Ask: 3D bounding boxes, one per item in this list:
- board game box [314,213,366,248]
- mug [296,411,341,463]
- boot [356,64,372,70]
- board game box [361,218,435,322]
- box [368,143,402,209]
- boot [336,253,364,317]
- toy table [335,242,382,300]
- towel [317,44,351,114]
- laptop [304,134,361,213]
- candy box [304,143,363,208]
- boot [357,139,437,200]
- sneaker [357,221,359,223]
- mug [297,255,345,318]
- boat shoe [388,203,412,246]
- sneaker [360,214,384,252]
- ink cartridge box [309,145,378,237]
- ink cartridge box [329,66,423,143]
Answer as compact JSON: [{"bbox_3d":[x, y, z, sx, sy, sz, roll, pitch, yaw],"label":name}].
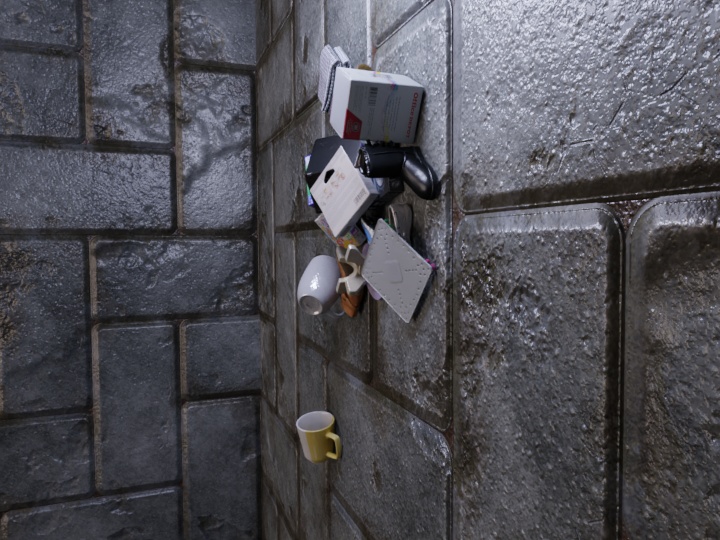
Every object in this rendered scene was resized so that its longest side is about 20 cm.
[{"bbox_3d":[-0.067,-0.135,1.850,0.135,0.034,0.199,48,164,-12],"label":"board game box"},{"bbox_3d":[-0.160,0.646,2.143,0.187,0.146,0.157,-137,41,-71],"label":"mug"},{"bbox_3d":[-0.005,-0.501,1.739,0.155,0.070,0.205,136,134,-63],"label":"boot"},{"bbox_3d":[0.093,0.000,1.457,0.200,0.026,0.202,46,139,27],"label":"board game box"},{"bbox_3d":[0.058,-0.276,1.619,0.199,0.043,0.165,158,110,-69],"label":"box"},{"bbox_3d":[-0.044,0.042,1.881,0.201,0.072,0.157,-114,27,-50],"label":"boot"},{"bbox_3d":[0.000,0.000,1.694,0.201,0.114,0.187,-117,33,-51],"label":"toy table"},{"bbox_3d":[-0.098,-0.653,1.962,0.167,0.084,0.203,-116,31,-50],"label":"towel"},{"bbox_3d":[-0.063,-0.295,1.720,0.184,0.116,0.204,-2,117,33],"label":"laptop"},{"bbox_3d":[-0.075,-0.301,1.795,0.196,0.077,0.173,-14,75,29],"label":"candy box"},{"bbox_3d":[0.085,-0.243,1.378,0.074,0.159,0.201,107,153,-43],"label":"boot"},{"bbox_3d":[-0.041,-0.245,1.874,0.201,0.073,0.089,57,133,37],"label":"sneaker"},{"bbox_3d":[-0.121,0.078,1.938,0.147,0.199,0.177,-37,18,39],"label":"mug"},{"bbox_3d":[0.095,-0.074,1.495,0.071,0.068,0.205,-178,87,-69],"label":"boat shoe"},{"bbox_3d":[0.042,-0.086,1.629,0.202,0.077,0.090,-113,32,-44],"label":"sneaker"},{"bbox_3d":[-0.050,-0.227,1.649,0.200,0.044,0.178,-46,65,41],"label":"ink cartridge box"},{"bbox_3d":[0.038,-0.420,1.447,0.145,0.195,0.148,-120,35,-56],"label":"ink cartridge box"}]
